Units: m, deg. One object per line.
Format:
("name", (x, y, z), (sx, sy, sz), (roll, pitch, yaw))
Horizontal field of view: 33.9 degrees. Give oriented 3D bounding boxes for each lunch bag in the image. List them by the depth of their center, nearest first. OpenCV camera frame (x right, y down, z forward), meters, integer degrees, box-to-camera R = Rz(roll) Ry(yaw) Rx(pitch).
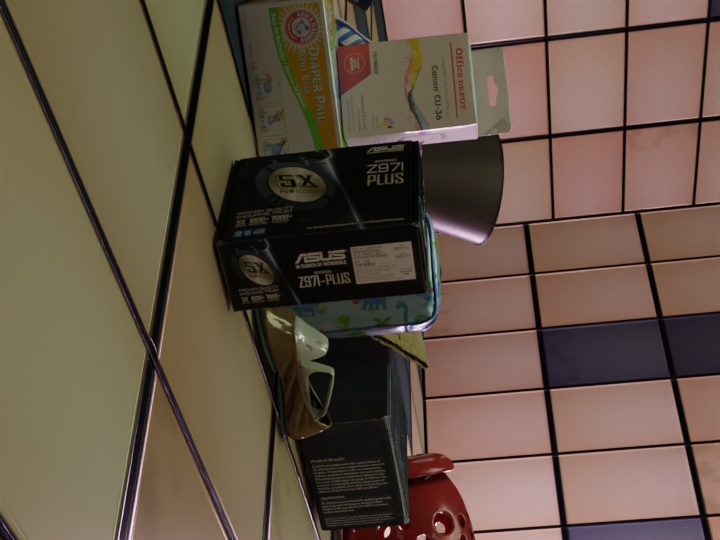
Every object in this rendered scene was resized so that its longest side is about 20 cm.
("lunch bag", (0.000, 0.000, 1.456), (0.082, 0.199, 0.162), (46, 38, -81))

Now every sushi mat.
("sushi mat", (0.045, 0.060, 1.585), (0.012, 0.095, 0.200), (-52, -163, 18))

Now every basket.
("basket", (0.095, -0.139, 1.756), (0.136, 0.199, 0.181), (171, -75, -69))

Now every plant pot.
("plant pot", (0.068, 0.372, 1.769), (0.200, 0.199, 0.183), (44, 38, -80))

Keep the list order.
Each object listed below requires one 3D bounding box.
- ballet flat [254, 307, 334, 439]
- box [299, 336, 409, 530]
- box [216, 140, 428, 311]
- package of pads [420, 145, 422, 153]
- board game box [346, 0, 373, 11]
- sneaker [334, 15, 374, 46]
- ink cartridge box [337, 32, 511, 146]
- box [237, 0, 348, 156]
("ballet flat", (-0.067, 0.109, 1.337), (0.068, 0.072, 0.201), (-86, 168, -59))
("box", (-0.007, 0.202, 1.569), (0.200, 0.123, 0.197), (-88, 171, -54))
("box", (-0.033, -0.048, 1.200), (0.164, 0.199, 0.086), (-86, 169, -55))
("package of pads", (0.008, -0.078, 1.558), (0.120, 0.076, 0.201), (-14, 123, -52))
("board game box", (-0.069, -0.431, 1.454), (0.200, 0.062, 0.200), (27, 29, -27))
("sneaker", (-0.023, -0.259, 1.516), (0.081, 0.199, 0.147), (-61, -164, 27))
("ink cartridge box", (0.077, -0.215, 1.412), (0.068, 0.199, 0.117), (56, 29, -79))
("box", (-0.076, -0.227, 1.412), (0.113, 0.101, 0.201), (-75, 159, -74))
